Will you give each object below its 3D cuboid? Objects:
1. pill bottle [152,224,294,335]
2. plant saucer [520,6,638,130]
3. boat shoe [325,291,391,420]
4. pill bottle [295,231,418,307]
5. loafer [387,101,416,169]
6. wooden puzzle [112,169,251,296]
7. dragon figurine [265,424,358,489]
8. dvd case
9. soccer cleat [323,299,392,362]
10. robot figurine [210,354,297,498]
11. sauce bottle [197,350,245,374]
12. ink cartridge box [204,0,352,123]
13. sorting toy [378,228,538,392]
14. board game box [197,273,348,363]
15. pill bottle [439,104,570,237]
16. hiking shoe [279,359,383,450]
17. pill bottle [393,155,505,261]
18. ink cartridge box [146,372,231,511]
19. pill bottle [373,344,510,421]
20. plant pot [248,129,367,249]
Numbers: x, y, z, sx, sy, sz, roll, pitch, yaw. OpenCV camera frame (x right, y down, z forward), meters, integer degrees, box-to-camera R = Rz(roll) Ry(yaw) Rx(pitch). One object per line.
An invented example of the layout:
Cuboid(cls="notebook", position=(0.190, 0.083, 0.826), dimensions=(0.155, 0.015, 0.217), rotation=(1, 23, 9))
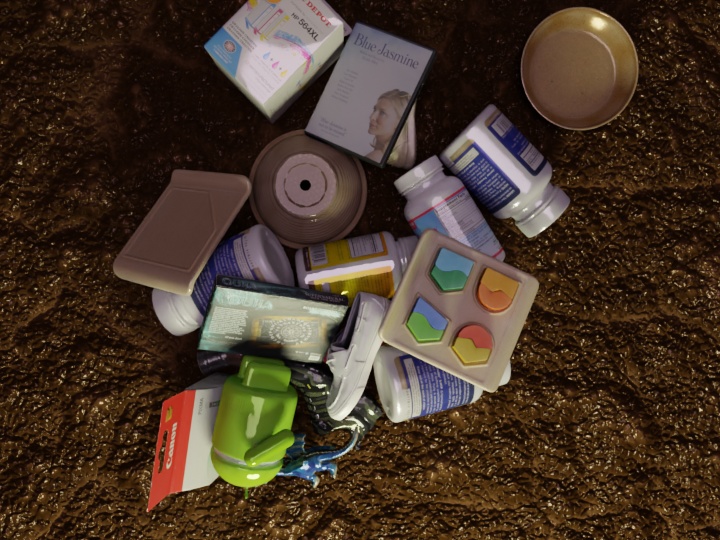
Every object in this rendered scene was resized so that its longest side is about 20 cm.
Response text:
Cuboid(cls="pill bottle", position=(-0.217, 0.022, 0.903), dimensions=(0.199, 0.120, 0.120), rotation=(-25, 93, 9))
Cuboid(cls="plant saucer", position=(0.363, -0.334, 0.967), dimensions=(0.198, 0.035, 0.202), rotation=(0, 92, -2))
Cuboid(cls="boat shoe", position=(-0.016, 0.128, 0.878), dimensions=(0.068, 0.072, 0.201), rotation=(23, 96, -20))
Cuboid(cls="pill bottle", position=(0.000, 0.000, 0.929), dimensions=(0.198, 0.109, 0.110), rotation=(-11, 92, -1))
Cuboid(cls="loafer", position=(0.055, -0.267, 0.938), dimensions=(0.068, 0.076, 0.202), rotation=(-3, 93, -8))
Cuboid(cls="wooden puzzle", position=(-0.272, -0.062, 0.885), dimensions=(0.184, 0.037, 0.201), rotation=(10, 66, 33))
Cuboid(cls="dragon figurine", position=(-0.091, 0.303, 0.927), dimensions=(0.099, 0.059, 0.200), rotation=(26, 133, -29))
Cuboid(cls="dvd case", position=(0.015, -0.277, 0.899), dimensions=(0.142, 0.018, 0.201), rotation=(25, 88, 13))
Cuboid(cls="soccer cleat", position=(0.018, 0.094, 0.964), dimensions=(0.199, 0.067, 0.077), rotation=(-24, 62, 4))
Cuboid(cls="robot figurine", position=(-0.164, 0.236, 0.881), dimensions=(0.115, 0.175, 0.202), rotation=(12, 91, -23))
Cuboid(cls="sauce bottle", position=(-0.169, 0.122, 0.949), dimensions=(0.198, 0.065, 0.065), rotation=(-16, 93, -2))
Cuboid(cls="ink cartridge box", position=(-0.120, -0.359, 0.903), dimensions=(0.129, 0.125, 0.200), rotation=(44, 91, -3))
Cuboid(cls="sorting toy", position=(0.149, 0.056, 0.851), dimensions=(0.199, 0.036, 0.186), rotation=(26, 81, -1))
Cuboid(cls="board game box", position=(-0.131, 0.077, 0.861), dimensions=(0.198, 0.028, 0.136), rotation=(11, 128, -22))
Cuboid(cls="pill bottle", position=(0.236, -0.155, 0.927), dimensions=(0.120, 0.120, 0.200), rotation=(-44, 93, 0))
Cuboid(cls="hiking shoe", position=(-0.064, 0.220, 0.951), dimensions=(0.199, 0.076, 0.101), rotation=(30, 87, -4))
Cuboid(cls="pill bottle", position=(0.140, -0.079, 0.931), dimensions=(0.108, 0.109, 0.201), rotation=(-32, 92, -1))
Cuboid(cls="ink cartridge box", position=(-0.249, 0.256, 0.883), dimensions=(0.050, 0.200, 0.162), rotation=(9, 92, 5))
Cuboid(cls="pill bottle", position=(0.130, 0.161, 0.922), dimensions=(0.198, 0.120, 0.121), rotation=(-11, 93, -11))
Cuboid(cls="plant pot", position=(-0.087, -0.132, 0.930), dimensions=(0.199, 0.093, 0.203), rotation=(0, 93, -1))
